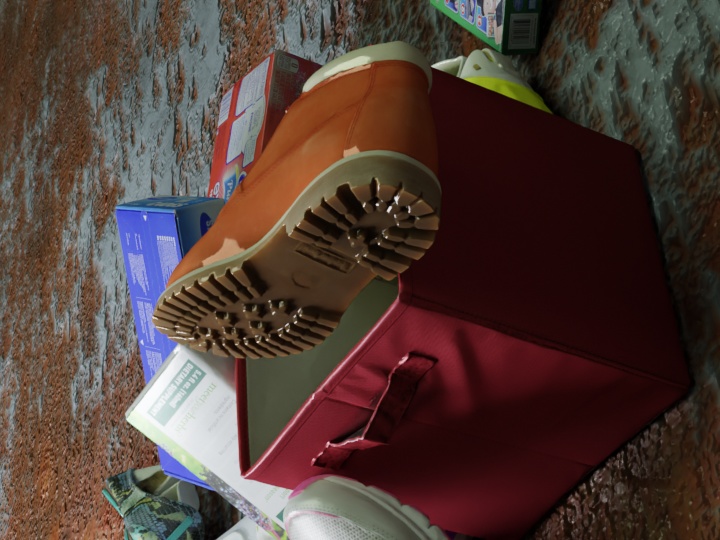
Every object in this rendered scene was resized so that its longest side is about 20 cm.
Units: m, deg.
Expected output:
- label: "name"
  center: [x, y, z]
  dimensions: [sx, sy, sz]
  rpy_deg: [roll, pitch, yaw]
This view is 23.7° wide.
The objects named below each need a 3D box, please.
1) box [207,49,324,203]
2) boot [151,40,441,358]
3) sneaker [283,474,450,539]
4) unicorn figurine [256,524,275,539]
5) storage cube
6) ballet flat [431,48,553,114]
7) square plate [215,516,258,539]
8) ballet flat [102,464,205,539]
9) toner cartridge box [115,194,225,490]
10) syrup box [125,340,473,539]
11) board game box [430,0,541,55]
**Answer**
- label: "box"
  center: [-0.057, -0.047, 1.285]
  dimensions: [0.099, 0.095, 0.202]
  rpy_deg: [-29, 49, 57]
- label: "boot"
  center: [-0.030, -0.030, 0.836]
  dimensions: [0.199, 0.075, 0.108]
  rpy_deg: [-34, 41, 41]
- label: "sneaker"
  center: [0.017, 0.197, 0.865]
  dimensions: [0.201, 0.088, 0.081]
  rpy_deg: [57, 140, 3]
- label: "unicorn figurine"
  center: [-0.057, 0.210, 1.160]
  dimensions: [0.137, 0.074, 0.201]
  rpy_deg: [-36, 22, 48]
- label: "storage cube"
  center: [0.046, 0.021, 0.931]
  dimensions: [0.171, 0.178, 0.202]
  rpy_deg: [-50, 34, 40]
- label: "ballet flat"
  center: [0.069, -0.107, 1.103]
  dimensions: [0.200, 0.066, 0.068]
  rpy_deg: [-2, 68, 66]
- label: "square plate"
  center: [-0.110, 0.283, 1.268]
  dimensions: [0.200, 0.028, 0.200]
  rpy_deg: [-40, 40, 49]
- label: "ballet flat"
  center: [-0.163, 0.194, 1.399]
  dimensions: [0.200, 0.073, 0.075]
  rpy_deg: [-152, 80, -71]
- label: "toner cartridge box"
  center: [-0.120, 0.050, 1.221]
  dimensions: [0.095, 0.043, 0.203]
  rpy_deg: [6, 108, 54]
- label: "syrup box"
  center: [-0.027, 0.104, 0.998]
  dimensions: [0.079, 0.199, 0.082]
  rpy_deg: [-48, 4, 40]
- label: "board game box"
  center: [0.086, -0.257, 1.120]
  dimensions: [0.135, 0.029, 0.202]
  rpy_deg: [-127, 37, -62]
